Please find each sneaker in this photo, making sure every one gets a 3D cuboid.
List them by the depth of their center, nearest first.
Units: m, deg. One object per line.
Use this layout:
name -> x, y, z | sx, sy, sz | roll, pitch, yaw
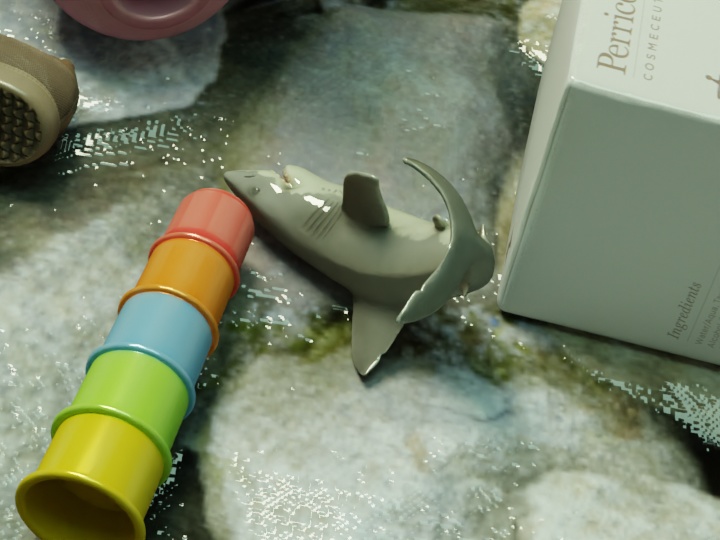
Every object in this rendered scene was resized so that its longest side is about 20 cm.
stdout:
sneaker -> -0.241, -0.108, 1.006 | 0.199, 0.071, 0.076 | 21, 30, 2

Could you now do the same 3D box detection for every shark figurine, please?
shark figurine -> 0.018, 0.008, 0.931 | 0.128, 0.214, 0.090 | 27, 85, -27

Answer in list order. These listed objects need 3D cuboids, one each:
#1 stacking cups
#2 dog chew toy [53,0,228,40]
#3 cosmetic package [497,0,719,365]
stacking cups -> -0.091, 0.040, 0.906 | 0.060, 0.061, 0.200 | 20, 47, 5
dog chew toy -> -0.129, -0.217, 1.080 | 0.124, 0.125, 0.200 | -5, 44, -16
cosmetic package -> 0.189, -0.066, 0.986 | 0.199, 0.167, 0.168 | 13, 48, 1
